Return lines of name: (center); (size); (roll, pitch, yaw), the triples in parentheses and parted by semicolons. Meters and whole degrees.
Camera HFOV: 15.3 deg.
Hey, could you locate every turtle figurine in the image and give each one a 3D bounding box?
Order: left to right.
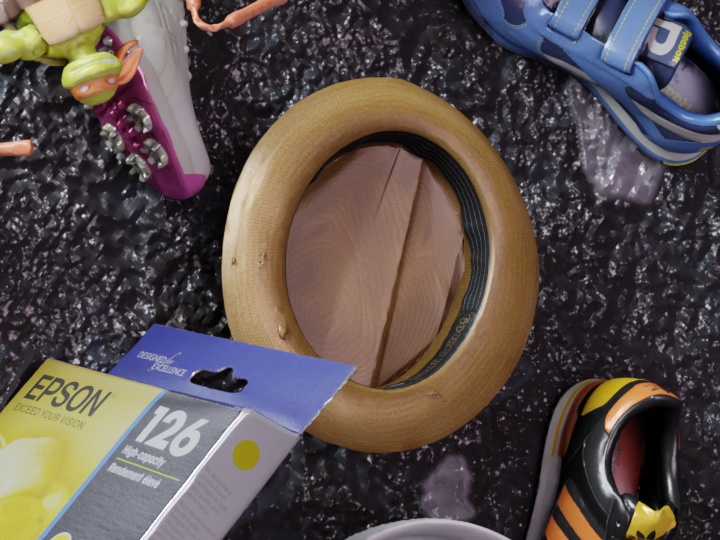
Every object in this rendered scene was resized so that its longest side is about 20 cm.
turtle figurine: (-0.148, -0.149, 1.330); (0.199, 0.064, 0.162); (-24, 89, -13)

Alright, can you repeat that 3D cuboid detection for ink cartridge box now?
ink cartridge box: (-0.124, 0.098, 1.314); (0.047, 0.197, 0.200); (47, 69, -29)

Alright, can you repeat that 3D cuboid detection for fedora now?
fedora: (0.000, 0.000, 1.442); (0.199, 0.082, 0.202); (4, 80, -26)

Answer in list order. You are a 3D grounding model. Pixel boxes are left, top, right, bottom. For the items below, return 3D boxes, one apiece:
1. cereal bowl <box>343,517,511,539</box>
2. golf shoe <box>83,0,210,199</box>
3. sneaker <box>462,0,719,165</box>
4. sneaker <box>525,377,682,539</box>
cereal bowl: (0.025, 0.233, 1.435); (0.199, 0.083, 0.202); (3, 84, -25)
golf shoe: (-0.115, -0.138, 1.408); (0.091, 0.075, 0.201); (-29, 99, -28)
sneaker: (0.143, -0.138, 1.523); (0.199, 0.082, 0.074); (33, 74, -17)
sneaker: (0.137, 0.157, 1.490); (0.069, 0.090, 0.202); (11, 81, -24)
